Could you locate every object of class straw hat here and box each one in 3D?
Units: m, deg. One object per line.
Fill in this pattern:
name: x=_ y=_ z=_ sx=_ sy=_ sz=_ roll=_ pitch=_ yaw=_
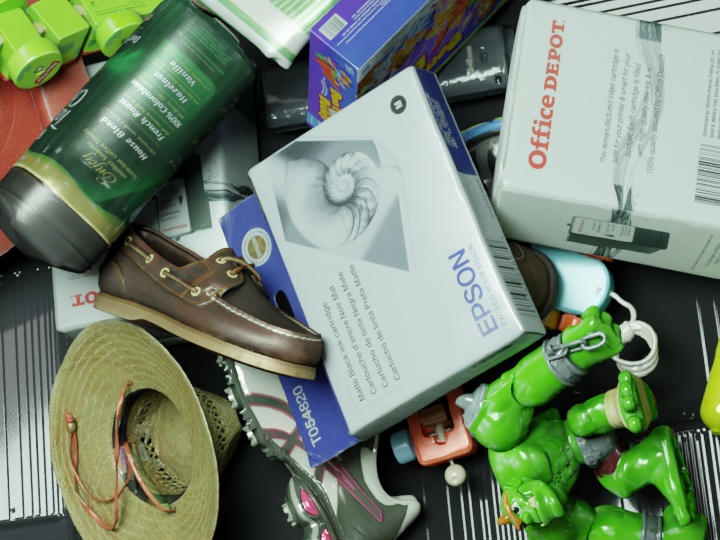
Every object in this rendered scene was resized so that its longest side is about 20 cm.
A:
straw hat: x=-0.134 y=0.121 z=1.449 sx=0.200 sy=0.085 sz=0.203 roll=15 pitch=111 yaw=45

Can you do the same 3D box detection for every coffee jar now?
coffee jar: x=-0.164 y=-0.088 z=1.384 sx=0.085 sy=0.104 sz=0.200 roll=43 pitch=79 yaw=-13

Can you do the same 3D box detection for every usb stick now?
usb stick: x=0.020 y=-0.141 z=1.492 sx=0.198 sy=0.033 sz=0.056 roll=-9 pitch=68 yaw=11

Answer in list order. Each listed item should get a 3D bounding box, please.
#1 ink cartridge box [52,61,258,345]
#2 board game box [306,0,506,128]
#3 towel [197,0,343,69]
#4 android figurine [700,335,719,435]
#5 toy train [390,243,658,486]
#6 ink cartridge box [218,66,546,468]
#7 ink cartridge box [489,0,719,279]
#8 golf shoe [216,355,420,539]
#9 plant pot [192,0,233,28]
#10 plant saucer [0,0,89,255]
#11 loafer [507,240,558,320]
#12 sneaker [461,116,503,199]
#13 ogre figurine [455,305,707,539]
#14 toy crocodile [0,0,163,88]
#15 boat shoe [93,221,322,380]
ink cartridge box: x=-0.151 y=-0.052 z=1.498 sx=0.145 sy=0.083 sz=0.202 roll=-12 pitch=73 yaw=16
board game box: x=0.045 y=-0.185 z=1.402 sx=0.045 sy=0.135 sz=0.200 roll=40 pitch=72 yaw=13
towel: x=-0.039 y=-0.252 z=1.367 sx=0.152 sy=0.023 sz=0.200 roll=40 pitch=90 yaw=22
android figurine: x=0.316 y=0.097 z=1.339 sx=0.181 sy=0.041 sz=0.202 roll=15 pitch=80 yaw=21
toy train: x=0.106 y=0.056 z=1.414 sx=0.199 sy=0.056 sz=0.151 roll=-24 pitch=75 yaw=12
ink cartridge box: x=0.000 y=0.000 z=1.335 sx=0.199 sy=0.040 sz=0.201 roll=-33 pitch=69 yaw=26
ink cartridge box: x=0.191 y=-0.085 z=1.355 sx=0.198 sy=0.083 sz=0.148 roll=11 pitch=66 yaw=-1
golf shoe: x=-0.035 y=0.109 z=1.421 sx=0.088 sy=0.077 sz=0.201 roll=-28 pitch=93 yaw=1
plant pot: x=-0.033 y=-0.245 z=1.467 sx=0.198 sy=0.175 sz=0.202 roll=-5 pitch=74 yaw=17
plant saucer: x=-0.288 y=-0.110 z=1.505 sx=0.199 sy=0.037 sz=0.201 roll=-34 pitch=63 yaw=25
loafer: x=0.034 y=-0.009 z=1.380 sx=0.198 sy=0.071 sz=0.074 roll=6 pitch=83 yaw=18
sneaker: x=0.073 y=-0.052 z=1.448 sx=0.198 sy=0.071 sz=0.083 roll=-27 pitch=83 yaw=11
ogre figurine: x=0.143 y=0.122 z=1.323 sx=0.119 sy=0.200 sz=0.099 roll=-17 pitch=51 yaw=19
toy crocodile: x=-0.214 y=-0.171 z=1.447 sx=0.199 sy=0.062 sz=0.068 roll=-24 pitch=70 yaw=-35
boat shoe: x=-0.101 y=0.017 z=1.354 sx=0.199 sy=0.070 sz=0.071 roll=19 pitch=90 yaw=36
